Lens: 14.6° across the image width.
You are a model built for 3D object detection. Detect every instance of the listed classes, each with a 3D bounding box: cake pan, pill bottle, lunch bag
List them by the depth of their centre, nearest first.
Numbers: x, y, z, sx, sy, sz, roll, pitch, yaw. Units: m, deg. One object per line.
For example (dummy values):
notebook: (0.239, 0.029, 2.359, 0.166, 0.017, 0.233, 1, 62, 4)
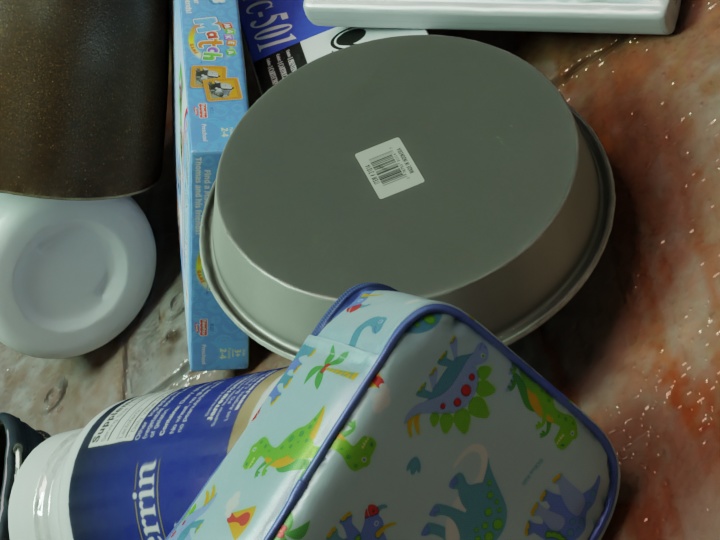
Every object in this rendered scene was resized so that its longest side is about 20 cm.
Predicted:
lunch bag: (0.011, 0.122, 1.201, 0.200, 0.161, 0.082, -57, 29, -11)
cake pan: (0.019, -0.038, 1.317, 0.200, 0.037, 0.201, -6, 48, 7)
pill bottle: (-0.073, 0.112, 1.347, 0.200, 0.116, 0.116, -13, 49, 44)
pill bottle: (-0.201, -0.034, 1.639, 0.111, 0.111, 0.200, -51, 33, 2)

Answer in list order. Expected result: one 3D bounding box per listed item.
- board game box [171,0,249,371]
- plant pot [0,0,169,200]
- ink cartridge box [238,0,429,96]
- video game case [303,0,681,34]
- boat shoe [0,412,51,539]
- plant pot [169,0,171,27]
board game box: (-0.081, -0.069, 1.509, 0.036, 0.152, 0.200, -2, 42, -6)
plant pot: (-0.181, -0.165, 1.541, 0.187, 0.186, 0.201, 42, 124, 56)
ink cartridge box: (-0.007, -0.106, 1.484, 0.094, 0.044, 0.200, -22, 30, 1)
video game case: (0.082, -0.207, 1.457, 0.199, 0.023, 0.183, 4, 64, 23)
boat shoe: (-0.213, 0.173, 1.504, 0.075, 0.062, 0.200, 5, 64, 47)
plant pot: (-0.124, -0.225, 1.676, 0.134, 0.200, 0.201, 28, 80, 29)
